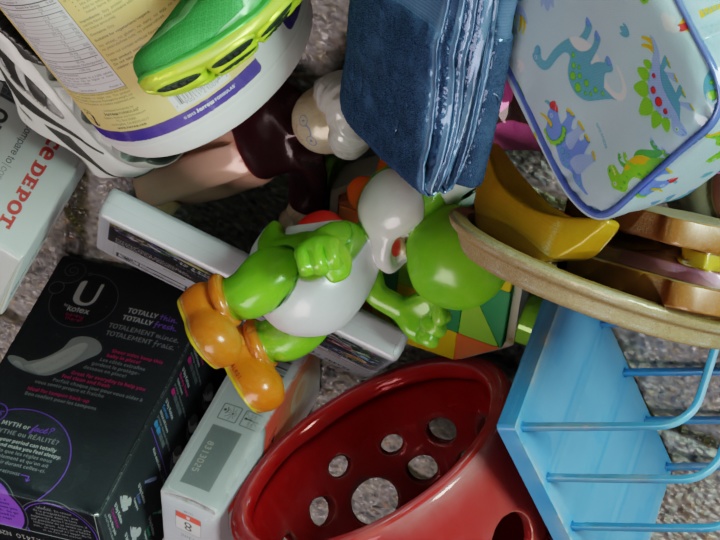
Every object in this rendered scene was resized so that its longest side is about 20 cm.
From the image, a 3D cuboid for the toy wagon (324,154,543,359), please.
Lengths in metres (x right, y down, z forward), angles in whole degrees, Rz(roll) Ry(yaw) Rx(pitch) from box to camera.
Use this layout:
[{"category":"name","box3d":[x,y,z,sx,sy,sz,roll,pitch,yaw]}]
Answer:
[{"category":"toy wagon","box3d":[0.042,-0.024,1.787,0.155,0.040,0.200,19,144,10]}]

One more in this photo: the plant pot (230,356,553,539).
[{"category":"plant pot","box3d":[0.045,0.180,1.857,0.200,0.200,0.183,-10,123,39]}]

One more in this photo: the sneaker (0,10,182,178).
[{"category":"sneaker","box3d":[-0.195,-0.131,1.756,0.200,0.074,0.088,53,144,-11]}]

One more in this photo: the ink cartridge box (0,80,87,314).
[{"category":"ink cartridge box","box3d":[-0.273,-0.085,1.817,0.200,0.144,0.084,30,144,-5]}]

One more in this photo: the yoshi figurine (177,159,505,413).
[{"category":"yoshi figurine","box3d":[0.004,0.008,1.690,0.200,0.112,0.112,-34,98,5]}]

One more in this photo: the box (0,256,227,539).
[{"category":"box","box3d":[-0.176,0.105,1.944,0.122,0.200,0.106,12,142,19]}]

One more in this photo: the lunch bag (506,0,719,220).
[{"category":"lunch bag","box3d":[0.130,-0.137,1.485,0.161,0.082,0.200,-45,66,52]}]

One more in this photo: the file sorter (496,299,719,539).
[{"category":"file sorter","box3d":[0.187,0.108,1.781,0.123,0.139,0.200,-1,136,28]}]

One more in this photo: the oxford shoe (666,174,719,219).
[{"category":"oxford shoe","box3d":[0.249,0.008,1.686,0.075,0.070,0.200,-5,127,53]}]

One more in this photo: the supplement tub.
[{"category":"supplement tub","box3d":[-0.134,-0.177,1.616,0.145,0.145,0.200,-9,131,39]}]

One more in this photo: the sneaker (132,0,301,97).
[{"category":"sneaker","box3d":[-0.060,-0.174,1.549,0.084,0.200,0.074,38,167,0]}]

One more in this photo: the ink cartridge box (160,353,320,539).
[{"category":"ink cartridge box","box3d":[-0.077,0.151,1.974,0.050,0.162,0.200,17,144,16]}]

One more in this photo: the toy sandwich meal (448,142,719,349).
[{"category":"toy sandwich meal","box3d":[0.145,-0.016,1.594,0.205,0.205,0.070,20,100,8]}]

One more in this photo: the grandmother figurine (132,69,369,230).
[{"category":"grandmother figurine","box3d":[-0.062,-0.076,1.763,0.200,0.061,0.121,-15,117,45]}]

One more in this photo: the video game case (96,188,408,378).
[{"category":"video game case","box3d":[-0.071,0.011,1.836,0.200,0.023,0.182,27,173,-3]}]

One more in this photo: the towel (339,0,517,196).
[{"category":"towel","box3d":[0.034,-0.144,1.511,0.112,0.049,0.200,44,138,40]}]

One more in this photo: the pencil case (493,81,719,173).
[{"category":"pencil case","box3d":[0.112,-0.108,1.607,0.200,0.091,0.094,8,109,21]}]
